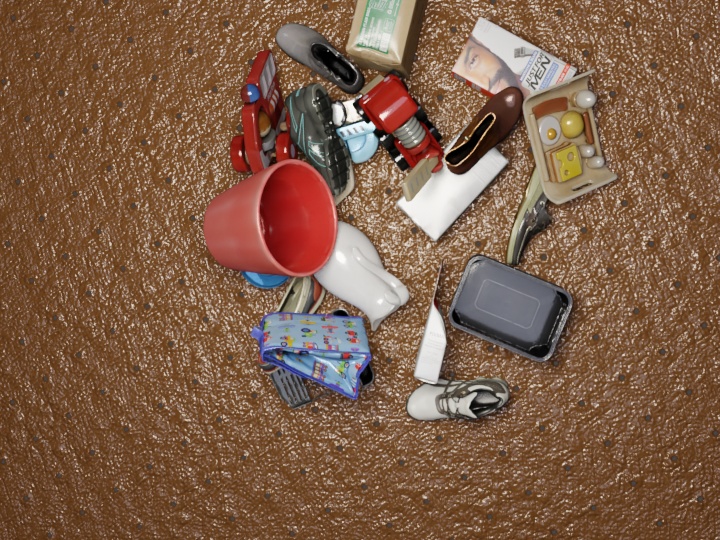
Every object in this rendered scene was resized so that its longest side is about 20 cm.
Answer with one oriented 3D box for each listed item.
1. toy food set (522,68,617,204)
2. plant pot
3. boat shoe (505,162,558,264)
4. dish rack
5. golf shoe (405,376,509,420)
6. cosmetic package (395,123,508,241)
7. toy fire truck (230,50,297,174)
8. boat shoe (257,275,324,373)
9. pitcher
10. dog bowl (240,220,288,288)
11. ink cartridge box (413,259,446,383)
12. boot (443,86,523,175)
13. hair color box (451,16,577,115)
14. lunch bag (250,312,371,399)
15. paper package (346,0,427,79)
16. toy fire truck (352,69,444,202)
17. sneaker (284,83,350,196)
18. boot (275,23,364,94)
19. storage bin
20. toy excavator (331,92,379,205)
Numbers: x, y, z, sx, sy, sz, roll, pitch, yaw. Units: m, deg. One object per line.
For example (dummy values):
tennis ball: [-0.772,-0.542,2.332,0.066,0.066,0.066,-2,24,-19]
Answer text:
toy food set: [0.374,-0.234,1.463,0.142,0.060,0.202,-23,107,-20]
plant pot: [-0.167,-0.080,1.459,0.176,0.199,0.203,-7,93,40]
boat shoe: [0.317,-0.102,1.518,0.064,0.073,0.203,19,95,11]
dish rack: [-0.083,0.174,1.593,0.198,0.055,0.155,-23,89,9]
golf shoe: [0.176,0.239,1.546,0.197,0.094,0.079,-14,93,9]
cosmetic package: [0.168,-0.159,1.528,0.107,0.090,0.200,45,100,3]
toy fire truck: [-0.176,-0.278,1.500,0.110,0.201,0.169,-2,132,14]
boat shoe: [-0.138,0.095,1.559,0.071,0.063,0.201,20,73,40]
pitcher: [0.000,0.000,1.517,0.200,0.172,0.121,47,65,1]
dog bowl: [-0.171,-0.069,1.592,0.110,0.050,0.203,5,93,7]
ink cartridge box: [0.141,0.089,1.505,0.056,0.163,0.203,18,95,4]
boot: [0.204,-0.242,1.377,0.188,0.200,0.069,-42,85,6]
hair color box: [0.276,-0.359,1.513,0.198,0.064,0.112,29,97,5]
lunch bag: [-0.093,0.127,1.455,0.197,0.151,0.095,16,109,-11]
paper package: [0.054,-0.458,1.470,0.102,0.191,0.203,15,96,7]
toy fire truck: [0.074,-0.220,1.408,0.128,0.200,0.176,-39,120,3]
sneaker: [-0.076,-0.229,1.481,0.078,0.075,0.203,-5,109,31]
boot: [-0.077,-0.398,1.519,0.199,0.132,0.070,31,97,4]
storage bin: [0.270,0.065,1.524,0.198,0.094,0.137,22,96,4]
toy excavator: [-0.024,-0.216,1.549,0.192,0.100,0.203,-15,100,9]
